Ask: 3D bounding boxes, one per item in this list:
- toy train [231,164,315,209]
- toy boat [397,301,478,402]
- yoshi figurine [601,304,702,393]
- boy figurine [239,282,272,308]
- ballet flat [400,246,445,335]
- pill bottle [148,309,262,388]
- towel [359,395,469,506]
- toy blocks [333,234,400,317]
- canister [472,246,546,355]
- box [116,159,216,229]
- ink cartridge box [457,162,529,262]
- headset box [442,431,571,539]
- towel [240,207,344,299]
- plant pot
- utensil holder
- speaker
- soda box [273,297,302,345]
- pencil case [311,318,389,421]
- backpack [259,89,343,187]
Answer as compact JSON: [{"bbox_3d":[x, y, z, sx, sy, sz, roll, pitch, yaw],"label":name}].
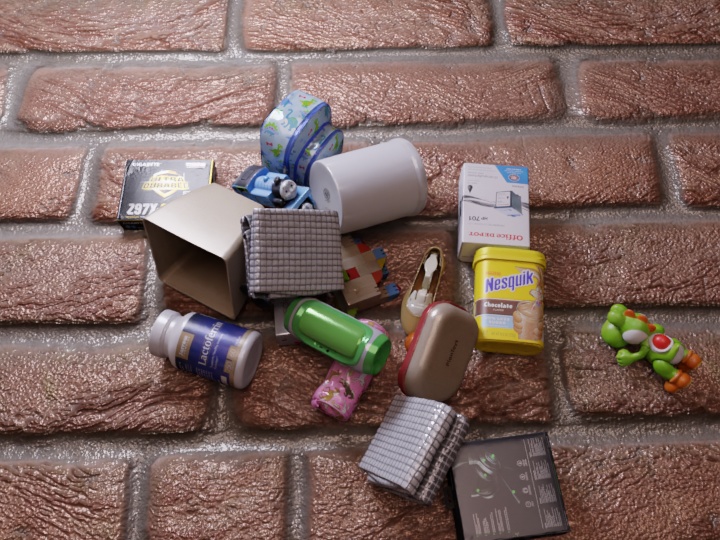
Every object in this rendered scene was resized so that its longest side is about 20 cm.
[{"bbox_3d":[-0.182,-0.159,1.481,0.199,0.114,0.087,17,63,47],"label":"toy train"},{"bbox_3d":[0.134,0.156,1.364,0.130,0.131,0.201,26,83,-31],"label":"toy boat"},{"bbox_3d":[0.562,0.149,1.389,0.200,0.112,0.112,41,111,3],"label":"yoshi figurine"},{"bbox_3d":[-0.160,-0.026,1.399,0.124,0.064,0.200,41,65,-18],"label":"boy figurine"},{"bbox_3d":[0.128,0.037,1.445,0.068,0.063,0.201,14,65,7],"label":"ballet flat"},{"bbox_3d":[-0.302,0.149,1.365,0.199,0.116,0.116,16,65,8],"label":"pill bottle"},{"bbox_3d":[0.095,0.318,1.238,0.085,0.200,0.166,35,71,-16],"label":"towel"},{"bbox_3d":[0.000,0.000,1.458,0.136,0.100,0.201,-18,66,-21],"label":"toy blocks"},{"bbox_3d":[0.301,0.063,1.421,0.148,0.087,0.201,5,66,3],"label":"canister"},{"bbox_3d":[-0.429,-0.171,1.558,0.199,0.049,0.161,0,66,0],"label":"box"},{"bbox_3d":[0.287,-0.123,1.511,0.145,0.086,0.201,4,63,2],"label":"ink cartridge box"},{"bbox_3d":[0.250,0.396,1.254,0.199,0.093,0.175,-7,65,-3],"label":"headset box"},{"bbox_3d":[-0.132,-0.033,1.333,0.199,0.085,0.167,-3,92,-35],"label":"towel"},{"bbox_3d":[-0.294,-0.057,1.429,0.199,0.201,0.177,25,54,16],"label":"plant pot"},{"bbox_3d":[0.013,-0.176,1.467,0.199,0.170,0.171,-17,64,-23],"label":"utensil holder"},{"bbox_3d":[-0.044,0.120,1.311,0.199,0.089,0.089,25,66,23],"label":"speaker"},{"bbox_3d":[-0.145,0.049,1.441,0.068,0.064,0.201,-6,64,-3],"label":"soda box"},{"bbox_3d":[-0.019,0.193,1.361,0.086,0.083,0.201,20,66,19],"label":"pencil case"},{"bbox_3d":[-0.125,-0.279,1.524,0.147,0.200,0.183,30,67,14],"label":"backpack"}]
